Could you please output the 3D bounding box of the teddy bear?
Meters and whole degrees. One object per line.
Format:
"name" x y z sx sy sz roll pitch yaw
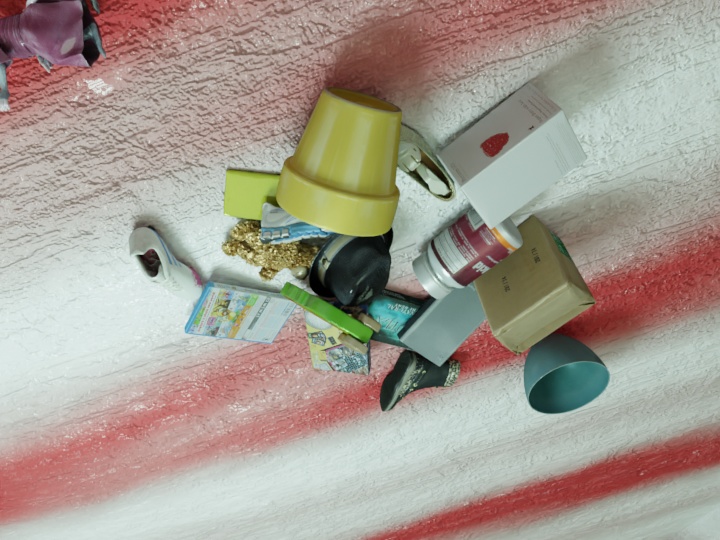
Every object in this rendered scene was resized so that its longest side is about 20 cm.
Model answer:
"teddy bear" -0.165 -0.032 1.170 0.145 0.067 0.200 -36 128 24

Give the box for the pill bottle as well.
"pill bottle" 0.205 -0.038 1.206 0.200 0.115 0.114 -39 128 23

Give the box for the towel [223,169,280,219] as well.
"towel" -0.144 -0.131 1.109 0.198 0.018 0.087 4 112 -14

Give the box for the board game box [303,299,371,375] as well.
"board game box" -0.047 0.148 1.354 0.134 0.035 0.201 6 134 10

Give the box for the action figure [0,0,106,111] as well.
"action figure" -0.446 -0.311 0.812 0.198 0.135 0.150 -12 133 -4

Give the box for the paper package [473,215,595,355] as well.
"paper package" 0.335 0.028 1.234 0.190 0.201 0.103 -39 127 24

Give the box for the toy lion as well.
"toy lion" -0.066 0.081 1.181 0.191 0.200 0.069 32 83 -5

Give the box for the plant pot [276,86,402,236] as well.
"plant pot" -0.019 -0.181 0.988 0.199 0.201 0.190 9 115 -19

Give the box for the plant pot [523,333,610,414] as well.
"plant pot" 0.479 0.234 1.497 0.198 0.135 0.201 -6 133 -7

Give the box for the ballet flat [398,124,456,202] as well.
"ballet flat" 0.104 -0.188 1.084 0.199 0.063 0.067 31 120 -33

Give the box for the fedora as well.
"fedora" 0.000 0.000 1.177 0.199 0.092 0.201 -25 146 -18

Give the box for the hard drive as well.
"hard drive" 0.194 0.106 1.358 0.139 0.033 0.200 34 104 -31

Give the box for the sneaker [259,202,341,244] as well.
"sneaker" -0.081 -0.101 1.081 0.198 0.088 0.075 -6 172 -3

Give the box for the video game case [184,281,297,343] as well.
"video game case" -0.246 0.092 1.280 0.199 0.018 0.143 12 130 -33

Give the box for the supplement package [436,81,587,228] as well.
"supplement package" 0.255 -0.195 1.054 0.199 0.122 0.120 -37 130 12

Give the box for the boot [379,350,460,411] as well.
"boot" 0.143 0.281 1.516 0.152 0.074 0.204 8 130 -21

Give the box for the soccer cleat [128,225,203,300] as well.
"soccer cleat" -0.365 0.007 1.151 0.069 0.087 0.200 -23 133 10

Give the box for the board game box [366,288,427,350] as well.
"board game box" 0.088 0.113 1.381 0.199 0.028 0.136 17 126 -25
